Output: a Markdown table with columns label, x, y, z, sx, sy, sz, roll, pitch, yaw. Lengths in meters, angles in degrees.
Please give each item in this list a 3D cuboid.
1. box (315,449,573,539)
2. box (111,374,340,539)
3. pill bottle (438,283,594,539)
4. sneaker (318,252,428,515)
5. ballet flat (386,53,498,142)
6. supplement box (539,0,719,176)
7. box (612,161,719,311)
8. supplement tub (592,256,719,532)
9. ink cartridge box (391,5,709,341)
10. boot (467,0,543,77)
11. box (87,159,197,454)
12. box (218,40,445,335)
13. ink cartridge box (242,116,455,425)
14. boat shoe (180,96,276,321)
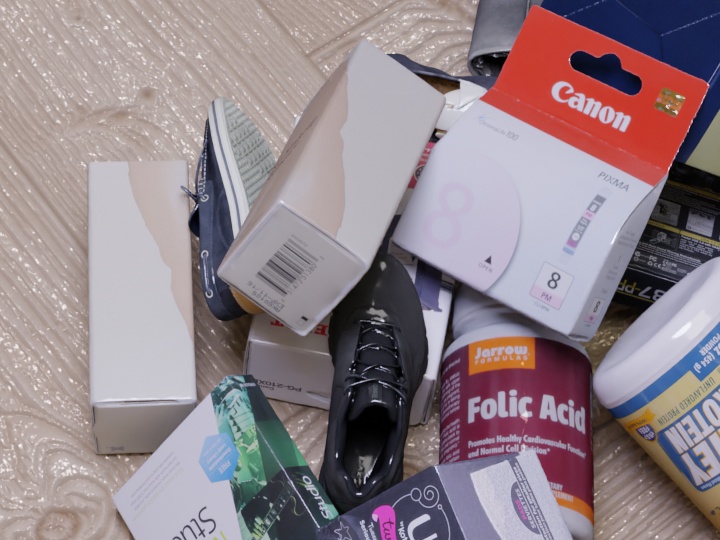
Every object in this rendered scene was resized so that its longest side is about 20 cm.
| label | x | y | z | sx | sy | sz | roll | pitch | yaw |
| --- | --- | --- | --- | --- | --- | --- | --- | --- | --- |
| box | 0.083 | 0.232 | 1.471 | 0.132 | 0.114 | 0.201 | -2 | 67 | -55 |
| box | -0.077 | 0.194 | 1.563 | 0.036 | 0.144 | 0.201 | -3 | 53 | -54 |
| pill bottle | 0.113 | 0.109 | 1.637 | 0.113 | 0.114 | 0.201 | 4 | 62 | -4 |
| sneaker | 0.012 | 0.079 | 1.570 | 0.075 | 0.091 | 0.202 | 3 | 71 | -2 |
| ballet flat | 0.065 | -0.122 | 1.746 | 0.199 | 0.073 | 0.073 | 21 | 57 | 39 |
| supplement box | 0.274 | -0.166 | 1.705 | 0.199 | 0.135 | 0.200 | 15 | 23 | -40 |
| box | 0.211 | -0.045 | 1.750 | 0.198 | 0.049 | 0.162 | 16 | 49 | 3 |
| supplement tub | 0.280 | 0.106 | 1.619 | 0.200 | 0.145 | 0.145 | 46 | 65 | -2 |
| ink cartridge box | 0.132 | -0.074 | 1.602 | 0.162 | 0.057 | 0.201 | 28 | 101 | 29 |
| boot | 0.106 | -0.227 | 1.827 | 0.180 | 0.073 | 0.201 | 14 | 53 | 1 |
| box | -0.162 | 0.027 | 1.666 | 0.077 | 0.095 | 0.201 | -2 | 63 | -5 |
| box | -0.017 | -0.061 | 1.582 | 0.078 | 0.095 | 0.201 | 35 | 41 | -9 |
| ink cartridge box | 0.000 | 0.000 | 1.701 | 0.144 | 0.085 | 0.201 | 11 | 62 | 0 |
| boat shoe | -0.096 | -0.046 | 1.653 | 0.062 | 0.075 | 0.201 | -29 | 48 | 22 |
